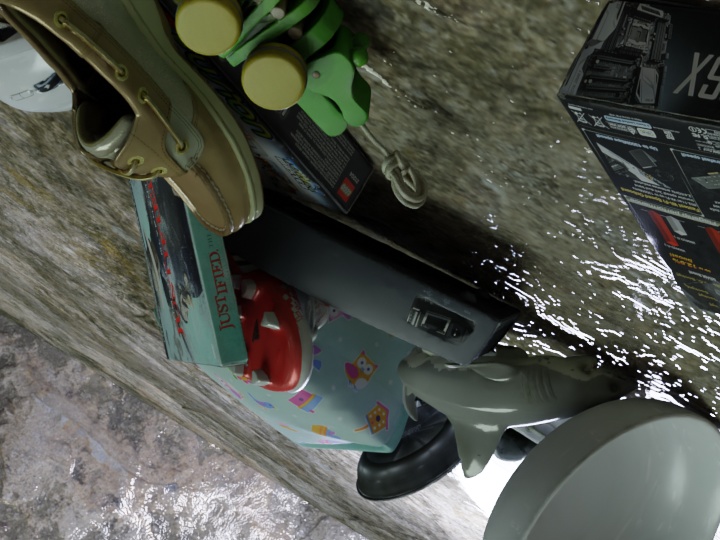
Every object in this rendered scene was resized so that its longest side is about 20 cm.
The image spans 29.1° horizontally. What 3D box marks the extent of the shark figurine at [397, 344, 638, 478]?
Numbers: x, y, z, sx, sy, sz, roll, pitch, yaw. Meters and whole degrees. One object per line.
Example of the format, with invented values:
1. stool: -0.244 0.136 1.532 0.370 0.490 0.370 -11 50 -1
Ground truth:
1. shark figurine: 0.069 0.094 0.952 0.127 0.091 0.213 -1 -178 -38

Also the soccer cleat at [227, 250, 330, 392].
1. soccer cleat: -0.052 0.028 0.903 0.084 0.070 0.200 5 -169 -22

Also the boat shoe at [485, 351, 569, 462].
1. boat shoe: 0.112 0.107 1.029 0.073 0.067 0.199 39 164 -27

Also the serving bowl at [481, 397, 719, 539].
1. serving bowl: 0.151 0.164 0.912 0.066 0.200 0.200 39 175 46

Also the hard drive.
1. hard drive: 0.000 0.000 0.875 0.198 0.043 0.135 26 -174 11

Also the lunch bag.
1. lunch bag: -0.064 0.062 1.138 0.170 0.123 0.199 38 158 -28

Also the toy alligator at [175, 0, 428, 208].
1. toy alligator: -0.024 -0.105 0.648 0.199 0.060 0.054 38 124 -23

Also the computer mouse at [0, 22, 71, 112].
1. computer mouse: -0.217 -0.133 0.960 0.109 0.044 0.199 40 163 -34

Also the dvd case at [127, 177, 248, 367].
1. dvd case: -0.113 -0.013 0.872 0.200 0.022 0.148 175 83 -74

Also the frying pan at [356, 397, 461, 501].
1. frying pan: 0.057 0.123 1.138 0.114 0.190 0.031 -19 112 33

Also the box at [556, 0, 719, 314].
1. box: 0.188 -0.019 0.496 0.199 0.050 0.158 18 161 42

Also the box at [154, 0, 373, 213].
1. box: -0.084 -0.110 0.779 0.109 0.035 0.200 19 161 39

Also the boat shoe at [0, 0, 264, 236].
1. boat shoe: -0.117 -0.084 0.700 0.074 0.067 0.201 16 148 44
